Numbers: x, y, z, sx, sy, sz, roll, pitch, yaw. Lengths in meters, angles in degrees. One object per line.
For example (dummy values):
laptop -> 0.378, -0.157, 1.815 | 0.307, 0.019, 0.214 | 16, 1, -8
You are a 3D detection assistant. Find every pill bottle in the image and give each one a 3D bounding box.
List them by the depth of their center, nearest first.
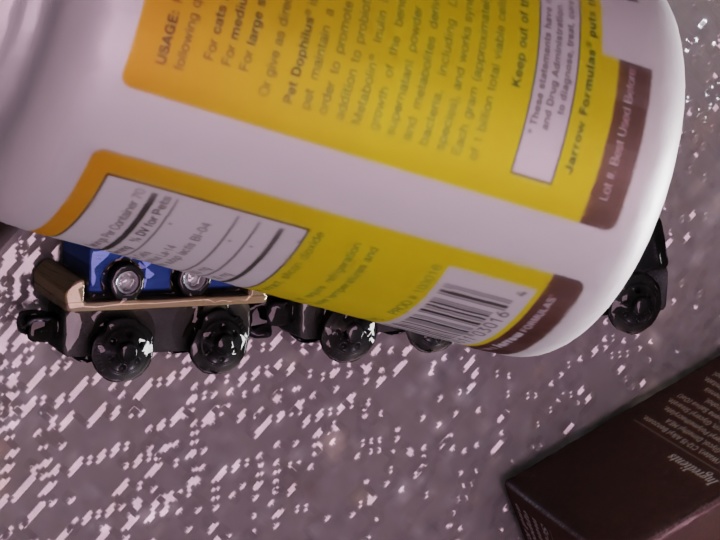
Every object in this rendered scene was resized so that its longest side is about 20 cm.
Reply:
pill bottle -> -0.027, -0.051, 0.658 | 0.199, 0.109, 0.110 | 15, 99, -22

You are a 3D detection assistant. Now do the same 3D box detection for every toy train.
toy train -> 0.000, 0.000, 0.739 | 0.199, 0.034, 0.046 | -5, 104, -25

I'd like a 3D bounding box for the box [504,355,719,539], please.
box -> 0.155, 0.069, 0.816 | 0.199, 0.075, 0.100 | -28, 117, -18
